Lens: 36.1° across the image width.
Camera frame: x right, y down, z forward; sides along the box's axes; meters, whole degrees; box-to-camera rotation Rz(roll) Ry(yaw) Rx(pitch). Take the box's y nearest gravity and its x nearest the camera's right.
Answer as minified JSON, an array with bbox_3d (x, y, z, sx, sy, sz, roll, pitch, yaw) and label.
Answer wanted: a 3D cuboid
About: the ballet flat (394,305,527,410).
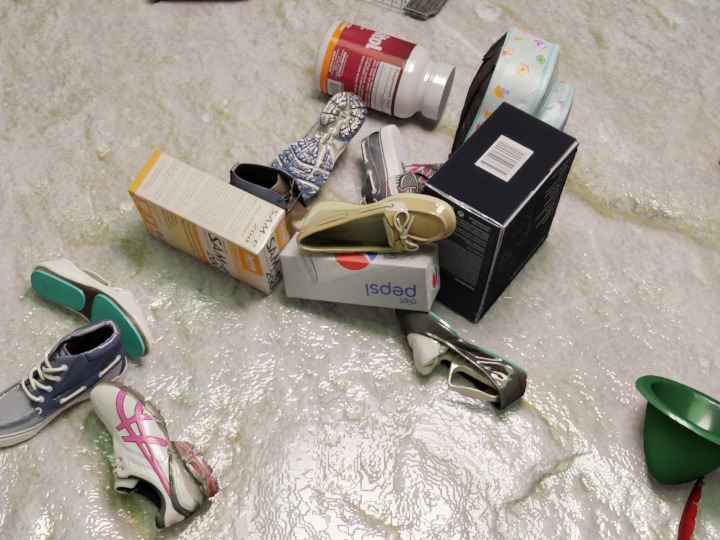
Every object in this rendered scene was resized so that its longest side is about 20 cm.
[{"bbox_3d":[0.115,0.110,1.390,0.199,0.068,0.069,30,63,18],"label":"ballet flat"}]

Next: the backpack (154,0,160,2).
[{"bbox_3d":[-0.248,-0.546,1.827,0.198,0.147,0.184,3,53,-7],"label":"backpack"}]

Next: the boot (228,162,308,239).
[{"bbox_3d":[-0.097,-0.078,1.496,0.199,0.097,0.075,18,52,9],"label":"boot"}]

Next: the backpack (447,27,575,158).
[{"bbox_3d":[0.223,-0.237,1.580,0.152,0.201,0.176,19,40,9],"label":"backpack"}]

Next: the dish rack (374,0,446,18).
[{"bbox_3d":[0.060,-0.509,1.889,0.199,0.055,0.154,22,53,11],"label":"dish rack"}]

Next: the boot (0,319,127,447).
[{"bbox_3d":[-0.371,0.127,1.305,0.199,0.091,0.073,-31,60,-27],"label":"boot"}]

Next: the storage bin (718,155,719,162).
[{"bbox_3d":[0.654,-0.203,1.619,0.199,0.199,0.094,20,69,10],"label":"storage bin"}]

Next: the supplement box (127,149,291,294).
[{"bbox_3d":[-0.193,-0.062,1.448,0.199,0.126,0.074,25,68,15],"label":"supplement box"}]

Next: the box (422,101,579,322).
[{"bbox_3d":[0.173,-0.077,1.460,0.124,0.197,0.200,31,54,19],"label":"box"}]

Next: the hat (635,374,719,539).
[{"bbox_3d":[0.371,0.246,1.338,0.165,0.177,0.200,29,16,19],"label":"hat"}]

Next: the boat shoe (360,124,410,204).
[{"bbox_3d":[0.035,-0.111,1.561,0.067,0.072,0.201,-19,64,21],"label":"boat shoe"}]

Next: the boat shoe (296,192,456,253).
[{"bbox_3d":[0.019,-0.051,1.370,0.199,0.074,0.063,2,37,19],"label":"boat shoe"}]

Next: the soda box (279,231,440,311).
[{"bbox_3d":[0.000,0.000,1.423,0.199,0.069,0.064,6,33,18],"label":"soda box"}]

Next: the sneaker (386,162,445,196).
[{"bbox_3d":[0.090,-0.109,1.499,0.074,0.081,0.200,-15,15,23],"label":"sneaker"}]

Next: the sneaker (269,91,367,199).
[{"bbox_3d":[-0.066,-0.164,1.592,0.077,0.085,0.200,43,78,-2],"label":"sneaker"}]

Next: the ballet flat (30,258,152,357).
[{"bbox_3d":[-0.329,0.038,1.406,0.199,0.070,0.069,29,54,18],"label":"ballet flat"}]

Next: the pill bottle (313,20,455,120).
[{"bbox_3d":[0.038,-0.300,1.680,0.199,0.113,0.113,20,52,9],"label":"pill bottle"}]

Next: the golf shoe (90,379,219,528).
[{"bbox_3d":[-0.256,0.206,1.266,0.092,0.073,0.200,-36,63,-28],"label":"golf shoe"}]
